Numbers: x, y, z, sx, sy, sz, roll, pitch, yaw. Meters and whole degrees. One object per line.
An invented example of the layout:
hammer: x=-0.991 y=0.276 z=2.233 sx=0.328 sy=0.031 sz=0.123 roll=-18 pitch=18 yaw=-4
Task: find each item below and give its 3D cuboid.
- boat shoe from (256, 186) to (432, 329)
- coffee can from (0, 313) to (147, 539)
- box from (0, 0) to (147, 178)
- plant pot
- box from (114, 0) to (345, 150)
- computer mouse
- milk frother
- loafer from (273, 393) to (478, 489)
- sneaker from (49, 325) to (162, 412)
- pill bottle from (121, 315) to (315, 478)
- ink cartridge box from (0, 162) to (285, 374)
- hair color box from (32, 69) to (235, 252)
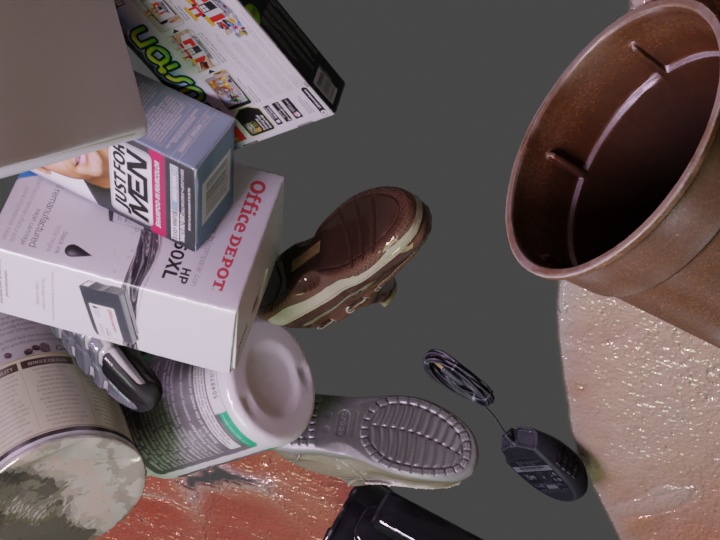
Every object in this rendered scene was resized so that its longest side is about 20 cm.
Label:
boat shoe: x=0.001 y=-0.006 z=1.443 sx=0.074 sy=0.075 sz=0.202 roll=23 pitch=150 yaw=-29
coffee can: x=-0.277 y=0.114 z=1.546 sx=0.145 sy=0.201 sz=0.147 roll=-16 pitch=140 yaw=-14
box: x=-0.279 y=-0.153 z=1.209 sx=0.170 sy=0.200 sz=0.201 roll=-11 pitch=97 yaw=31
plant pot: x=0.234 y=-0.043 z=1.212 sx=0.197 sy=0.202 sz=0.200 roll=29 pitch=141 yaw=-26
box: x=-0.112 y=-0.174 z=1.303 sx=0.109 sy=0.035 sz=0.200 roll=-15 pitch=131 yaw=35
computer mouse: x=0.128 y=0.129 z=1.583 sx=0.200 sy=0.034 sz=0.058 roll=46 pitch=151 yaw=-23
milk frother: x=0.034 y=0.312 z=1.652 sx=0.187 sy=0.201 sz=0.181 roll=29 pitch=170 yaw=8
loafer: x=0.011 y=0.152 z=1.629 sx=0.198 sy=0.076 sz=0.070 roll=10 pitch=153 yaw=17
sneaker: x=-0.203 y=0.011 z=1.487 sx=0.200 sy=0.115 sz=0.075 roll=45 pitch=156 yaw=9
pill bottle: x=-0.145 y=0.117 z=1.604 sx=0.199 sy=0.114 sz=0.113 roll=-20 pitch=128 yaw=38
ink cartridge box: x=-0.170 y=-0.022 z=1.421 sx=0.198 sy=0.145 sz=0.085 roll=15 pitch=142 yaw=4
hair color box: x=-0.192 y=-0.103 z=1.363 sx=0.199 sy=0.061 sz=0.099 roll=26 pitch=145 yaw=14
